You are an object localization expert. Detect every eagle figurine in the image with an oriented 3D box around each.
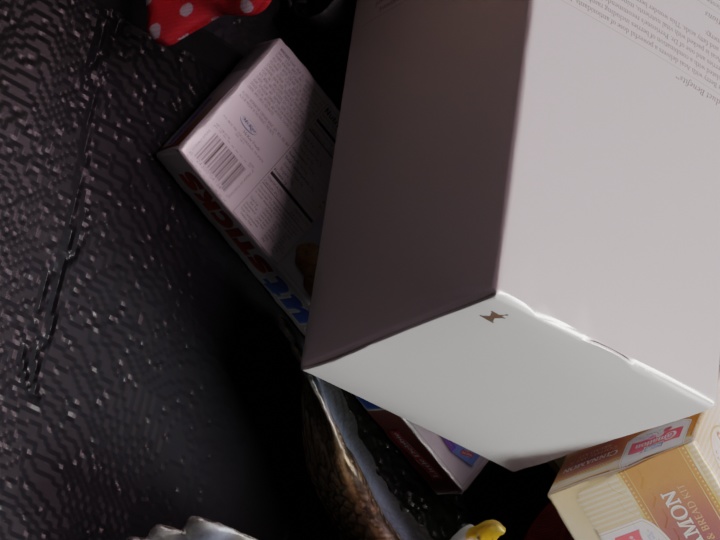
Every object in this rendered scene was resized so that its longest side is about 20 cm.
[{"bbox_3d":[0.009,0.132,1.197,0.200,0.151,0.152,31,13,1],"label":"eagle figurine"}]

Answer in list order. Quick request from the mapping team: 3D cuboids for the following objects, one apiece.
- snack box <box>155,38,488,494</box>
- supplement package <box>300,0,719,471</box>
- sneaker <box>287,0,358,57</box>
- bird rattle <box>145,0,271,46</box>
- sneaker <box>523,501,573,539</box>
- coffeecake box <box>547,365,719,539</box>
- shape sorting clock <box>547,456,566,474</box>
[{"bbox_3d":[0.000,0.000,1.258,0.200,0.024,0.072,51,61,-20],"label":"snack box"},{"bbox_3d":[0.068,-0.042,1.181,0.121,0.120,0.201,27,58,-32],"label":"supplement package"},{"bbox_3d":[0.011,-0.106,1.278,0.104,0.060,0.201,-10,82,-43],"label":"sneaker"},{"bbox_3d":[-0.078,-0.197,1.162,0.112,0.163,0.201,-17,82,-24],"label":"bird rattle"},{"bbox_3d":[0.119,0.197,1.305,0.115,0.078,0.201,6,88,-49],"label":"sneaker"},{"bbox_3d":[0.170,0.096,1.266,0.154,0.073,0.200,59,30,-15],"label":"coffeecake box"},{"bbox_3d":[0.145,0.024,1.375,0.199,0.039,0.201,3,84,-32],"label":"shape sorting clock"}]
